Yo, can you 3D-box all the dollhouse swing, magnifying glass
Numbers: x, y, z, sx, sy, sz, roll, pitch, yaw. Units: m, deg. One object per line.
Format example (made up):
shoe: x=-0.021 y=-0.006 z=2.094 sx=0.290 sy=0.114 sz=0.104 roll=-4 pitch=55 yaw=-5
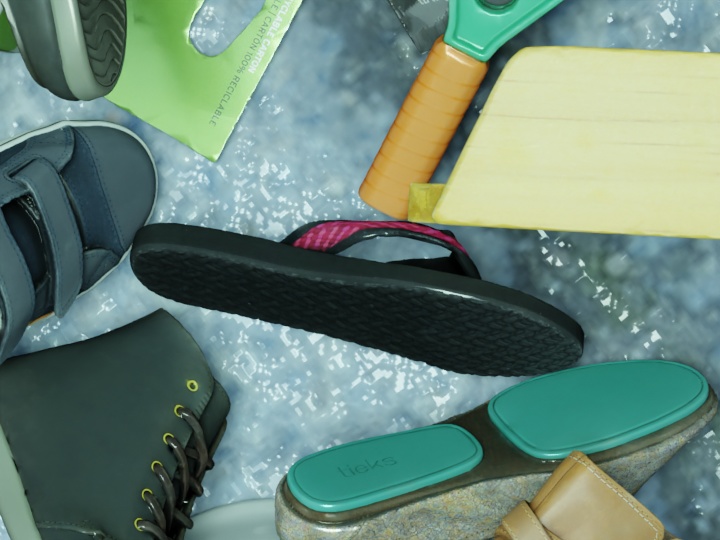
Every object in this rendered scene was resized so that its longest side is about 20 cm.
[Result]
dollhouse swing: x=0.119 y=-0.101 z=1.030 sx=0.181 sy=0.200 sz=0.177 roll=3 pitch=93 yaw=7
magnifying glass: x=0.052 y=-0.109 z=1.075 sx=0.079 sy=0.022 sz=0.201 roll=26 pitch=116 yaw=-4

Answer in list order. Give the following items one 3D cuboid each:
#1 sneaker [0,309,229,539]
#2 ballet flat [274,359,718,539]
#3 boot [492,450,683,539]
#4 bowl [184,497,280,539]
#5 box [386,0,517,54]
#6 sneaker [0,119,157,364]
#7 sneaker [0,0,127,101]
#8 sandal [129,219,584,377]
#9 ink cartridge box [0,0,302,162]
sneaker: x=-0.089 y=0.099 z=1.077 sx=0.106 sy=0.075 sz=0.200 roll=-24 pitch=55 yaw=-9
ballet flat: x=0.057 y=0.090 z=1.106 sx=0.199 sy=0.068 sz=0.068 roll=-13 pitch=124 yaw=-15
boot: x=0.096 y=0.180 z=1.087 sx=0.200 sy=0.077 sz=0.156 roll=43 pitch=80 yaw=-27
bowl: x=-0.041 y=0.201 z=1.116 sx=0.200 sy=0.090 sz=0.202 roll=0 pitch=91 yaw=8
box: x=0.071 y=-0.206 z=1.077 sx=0.199 sy=0.050 sz=0.158 roll=-27 pitch=100 yaw=18
sneaker: x=-0.157 y=-0.001 z=1.088 sx=0.199 sy=0.079 sz=0.079 roll=-30 pitch=109 yaw=-26
sneaker: x=-0.166 y=-0.151 z=1.060 sx=0.106 sy=0.075 sz=0.201 roll=-19 pitch=81 yaw=12
sandal: x=0.000 y=0.000 z=1.118 sx=0.199 sy=0.075 sz=0.045 roll=13 pitch=63 yaw=13
ink cartridge box: x=-0.120 y=-0.157 z=1.121 sx=0.199 sy=0.076 sz=0.148 roll=29 pitch=95 yaw=7
